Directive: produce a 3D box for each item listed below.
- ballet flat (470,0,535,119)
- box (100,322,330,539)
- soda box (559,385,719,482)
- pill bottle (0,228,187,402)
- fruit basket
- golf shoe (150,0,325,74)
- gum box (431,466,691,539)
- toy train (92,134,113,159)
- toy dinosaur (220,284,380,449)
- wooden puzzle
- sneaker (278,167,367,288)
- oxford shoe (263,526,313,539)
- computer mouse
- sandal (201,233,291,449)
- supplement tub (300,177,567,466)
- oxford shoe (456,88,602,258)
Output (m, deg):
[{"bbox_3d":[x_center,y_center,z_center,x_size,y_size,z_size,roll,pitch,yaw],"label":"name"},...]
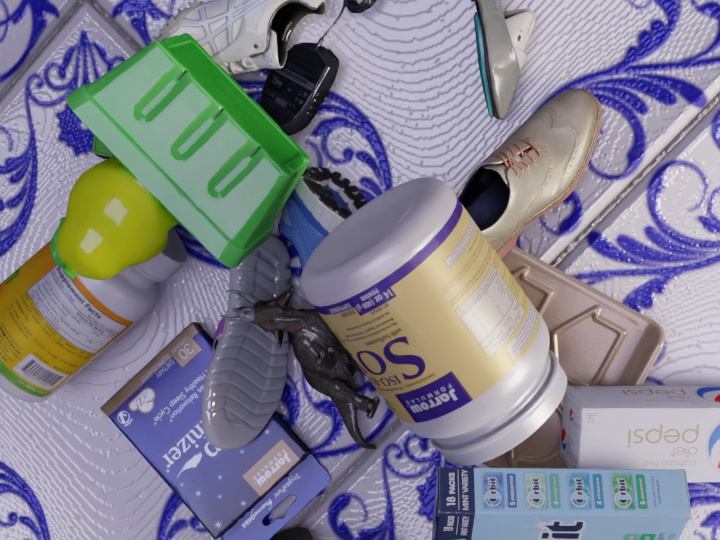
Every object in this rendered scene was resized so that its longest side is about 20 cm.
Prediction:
[{"bbox_3d":[0.121,-0.235,1.207,0.063,0.067,0.201,-13,91,7],"label":"ballet flat"},{"bbox_3d":[-0.134,0.162,1.298,0.121,0.032,0.200,-43,85,0],"label":"box"},{"bbox_3d":[0.273,0.137,1.162,0.199,0.064,0.068,0,103,-6],"label":"soda box"},{"bbox_3d":[-0.262,0.022,1.288,0.200,0.111,0.111,-39,85,13],"label":"pill bottle"},{"bbox_3d":[-0.174,-0.076,1.194,0.215,0.156,0.217,3,104,10],"label":"fruit basket"},{"bbox_3d":[-0.118,-0.206,1.251,0.200,0.078,0.097,-45,74,12],"label":"golf shoe"},{"bbox_3d":[0.161,0.219,1.159,0.199,0.170,0.045,0,58,1],"label":"gum box"},{"bbox_3d":[-0.160,-0.114,1.294,0.199,0.042,0.057,12,106,12],"label":"toy train"},{"bbox_3d":[-0.028,0.079,1.251,0.077,0.200,0.102,-49,37,-15],"label":"toy dinosaur"},{"bbox_3d":[0.146,0.086,1.234,0.200,0.046,0.186,30,99,14],"label":"wooden puzzle"},{"bbox_3d":[0.000,0.000,1.248,0.200,0.078,0.089,48,126,20],"label":"sneaker"},{"bbox_3d":[-0.105,0.323,1.306,0.071,0.071,0.200,40,100,-23],"label":"oxford shoe"},{"bbox_3d":[-0.028,-0.211,1.264,0.059,0.034,0.200,35,96,29],"label":"computer mouse"},{"bbox_3d":[-0.106,0.066,1.276,0.050,0.082,0.204,-4,69,53],"label":"sandal"},{"bbox_3d":[0.062,0.042,1.110,0.145,0.145,0.200,-33,106,13],"label":"supplement tub"},{"bbox_3d":[0.140,-0.083,1.189,0.071,0.074,0.200,34,81,21],"label":"oxford shoe"}]
